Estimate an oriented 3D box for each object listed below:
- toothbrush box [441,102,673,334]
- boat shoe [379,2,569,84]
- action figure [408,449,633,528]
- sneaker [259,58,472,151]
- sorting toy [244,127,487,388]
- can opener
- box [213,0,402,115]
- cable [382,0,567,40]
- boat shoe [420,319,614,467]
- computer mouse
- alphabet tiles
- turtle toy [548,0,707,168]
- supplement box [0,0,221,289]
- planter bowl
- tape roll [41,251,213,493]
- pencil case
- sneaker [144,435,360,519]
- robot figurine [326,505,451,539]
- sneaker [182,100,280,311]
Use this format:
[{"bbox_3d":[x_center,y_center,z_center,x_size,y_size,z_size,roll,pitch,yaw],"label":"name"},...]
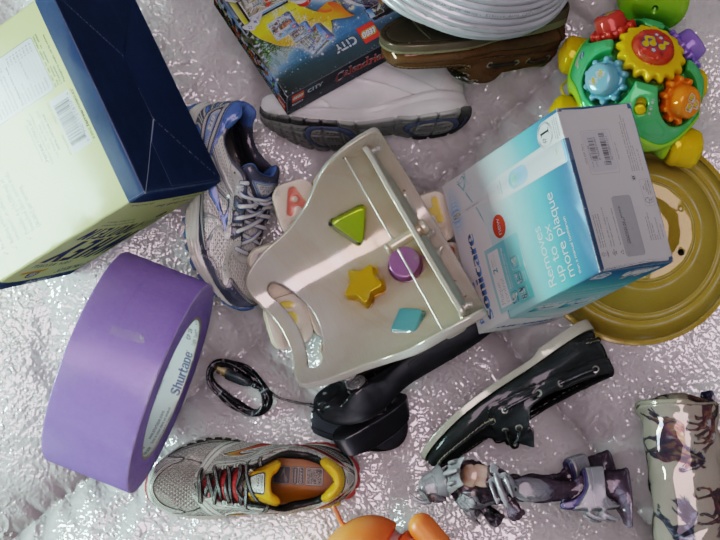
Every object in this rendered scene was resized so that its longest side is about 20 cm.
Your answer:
[{"bbox_3d":[0.169,-0.043,1.538,0.085,0.200,0.148,-7,78,-29],"label":"toothbrush box"},{"bbox_3d":[0.106,-0.201,1.593,0.199,0.072,0.068,-13,130,-25],"label":"boat shoe"},{"bbox_3d":[0.142,0.199,1.577,0.198,0.130,0.070,0,85,-8],"label":"action figure"},{"bbox_3d":[0.003,-0.165,1.641,0.198,0.075,0.088,-5,74,-4],"label":"sneaker"},{"bbox_3d":[-0.005,0.012,1.557,0.179,0.107,0.201,-31,72,4],"label":"sorting toy"},{"bbox_3d":[0.043,0.084,1.605,0.200,0.079,0.063,-38,46,-15],"label":"can opener"},{"bbox_3d":[-0.019,-0.250,1.619,0.199,0.038,0.137,-30,73,-12],"label":"box"},{"bbox_3d":[0.097,-0.287,1.563,0.199,0.069,0.200,28,45,6],"label":"cable"},{"bbox_3d":[0.148,0.129,1.603,0.199,0.075,0.066,-36,75,-8],"label":"boat shoe"},{"bbox_3d":[-0.051,0.124,1.634,0.198,0.034,0.059,15,88,5],"label":"computer mouse"},{"bbox_3d":[0.000,0.000,1.617,0.199,0.015,0.197,-18,97,-12],"label":"alphabet tiles"},{"bbox_3d":[0.256,-0.191,1.589,0.145,0.101,0.201,14,55,-2],"label":"turtle toy"},{"bbox_3d":[-0.273,-0.118,1.578,0.199,0.134,0.201,-28,84,26],"label":"supplement box"},{"bbox_3d":[0.257,-0.032,1.602,0.199,0.083,0.202,0,87,3],"label":"planter bowl"},{"bbox_3d":[-0.206,0.091,1.562,0.084,0.200,0.201,21,87,3],"label":"tape roll"},{"bbox_3d":[0.295,0.211,1.583,0.077,0.089,0.202,-6,88,9],"label":"pencil case"},{"bbox_3d":[-0.102,0.189,1.608,0.198,0.082,0.079,-6,86,4],"label":"sneaker"},{"bbox_3d":[0.037,0.299,1.577,0.199,0.144,0.117,34,60,5],"label":"robot figurine"},{"bbox_3d":[-0.115,-0.064,1.614,0.085,0.077,0.202,-14,86,32],"label":"sneaker"}]
